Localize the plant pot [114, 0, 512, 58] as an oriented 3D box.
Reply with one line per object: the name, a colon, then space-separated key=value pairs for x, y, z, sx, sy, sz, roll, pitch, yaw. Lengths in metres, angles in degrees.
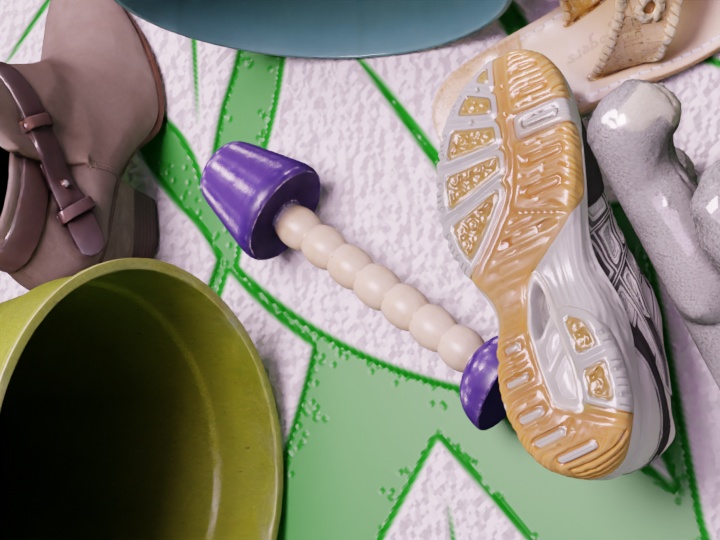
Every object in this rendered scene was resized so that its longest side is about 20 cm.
plant pot: x=-0.022 y=-0.212 z=0.801 sx=0.199 sy=0.200 sz=0.163 roll=-2 pitch=76 yaw=25

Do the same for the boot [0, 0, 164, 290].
boot: x=-0.167 y=-0.083 z=0.873 sx=0.070 sy=0.146 sz=0.202 roll=-23 pitch=72 yaw=22

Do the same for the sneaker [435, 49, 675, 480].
sneaker: x=0.093 y=0.000 z=0.770 sx=0.075 sy=0.087 sz=0.202 roll=-19 pitch=72 yaw=31

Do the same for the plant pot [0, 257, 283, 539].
plant pot: x=-0.174 y=0.101 z=0.838 sx=0.191 sy=0.200 sz=0.203 roll=-5 pitch=80 yaw=36

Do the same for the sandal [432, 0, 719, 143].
sandal: x=0.116 y=-0.124 z=0.786 sx=0.211 sy=0.070 sz=0.078 roll=-35 pitch=69 yaw=17

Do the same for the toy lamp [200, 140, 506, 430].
toy lamp: x=0.000 y=0.000 z=0.832 sx=0.199 sy=0.058 sz=0.059 roll=36 pitch=98 yaw=23

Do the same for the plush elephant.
plush elephant: x=0.203 y=-0.011 z=0.682 sx=0.154 sy=0.165 sz=0.201 roll=-28 pitch=69 yaw=10
